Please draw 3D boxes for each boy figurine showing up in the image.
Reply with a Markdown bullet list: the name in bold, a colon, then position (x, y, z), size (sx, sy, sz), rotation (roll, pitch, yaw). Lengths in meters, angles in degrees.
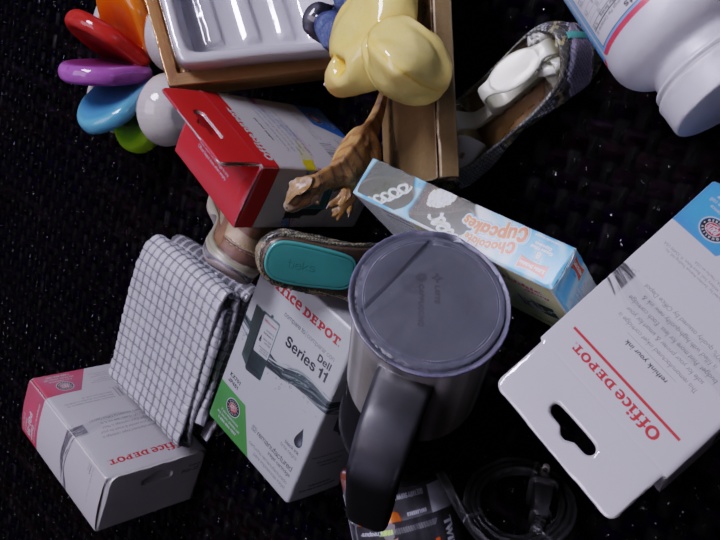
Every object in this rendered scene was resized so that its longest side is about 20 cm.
- **boy figurine**: position (0.014, -0.189, 0.632), size (0.126, 0.063, 0.201), rotation (-59, 33, 15)

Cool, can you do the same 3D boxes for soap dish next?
- **soap dish**: position (-0.112, -0.250, 0.781), size (0.081, 0.196, 0.161), rotation (-38, 68, 61)

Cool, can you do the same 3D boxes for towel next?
- **towel**: position (-0.200, 0.080, 0.951), size (0.164, 0.085, 0.204), rotation (31, 111, 34)

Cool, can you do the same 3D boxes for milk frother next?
- **milk frother**: position (0.081, 0.103, 0.610), size (0.190, 0.194, 0.184), rotation (95, 179, -55)

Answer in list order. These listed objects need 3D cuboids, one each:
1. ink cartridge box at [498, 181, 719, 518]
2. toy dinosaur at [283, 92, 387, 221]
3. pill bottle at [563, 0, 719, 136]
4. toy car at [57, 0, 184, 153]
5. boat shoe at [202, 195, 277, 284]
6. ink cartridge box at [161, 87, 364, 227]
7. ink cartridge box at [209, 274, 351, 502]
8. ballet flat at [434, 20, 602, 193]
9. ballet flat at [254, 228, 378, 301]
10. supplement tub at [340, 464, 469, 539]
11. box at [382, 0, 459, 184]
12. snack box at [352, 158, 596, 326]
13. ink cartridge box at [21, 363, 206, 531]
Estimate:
- **ink cartridge box**: position (0.200, 0.057, 0.534), size (0.199, 0.067, 0.116), rotation (-41, 63, 0)
- **toy dinosaur**: position (0.002, -0.105, 0.704), size (0.059, 0.202, 0.108), rotation (14, 140, 19)
- **pill bottle**: position (0.197, -0.198, 0.553), size (0.108, 0.107, 0.203), rotation (-40, 68, 36)
- **toy car**: position (-0.278, -0.242, 0.951), size (0.173, 0.148, 0.205), rotation (20, 106, 38)
- **boat shoe**: position (-0.112, -0.063, 0.824), size (0.072, 0.075, 0.201), rotation (-55, 24, 21)
- **ink cartridge box**: position (-0.089, -0.101, 0.755), size (0.117, 0.197, 0.068), rotation (49, 122, 29)
- **ink cartridge box**: position (-0.056, 0.101, 0.819), size (0.146, 0.082, 0.204), rotation (38, 115, 33)
- **ballet flat**: position (0.104, -0.132, 0.668), size (0.199, 0.071, 0.073), rotation (-39, 68, 37)
- **ballet flat**: position (0.000, 0.000, 0.744), size (0.075, 0.195, 0.069), rotation (-103, 30, -73)
- **supplement tub**: position (0.051, 0.264, 0.720), size (0.106, 0.106, 0.205), rotation (-19, 81, 40)
- **box**: position (0.045, -0.174, 0.694), size (0.163, 0.021, 0.206), rotation (-172, 79, -77)
- **snack box**: position (0.095, -0.017, 0.652), size (0.198, 0.116, 0.038), rotation (30, 83, 36)
- **ink cartridge box**: position (-0.309, 0.211, 1.013), size (0.199, 0.145, 0.084), rotation (37, 117, 34)
